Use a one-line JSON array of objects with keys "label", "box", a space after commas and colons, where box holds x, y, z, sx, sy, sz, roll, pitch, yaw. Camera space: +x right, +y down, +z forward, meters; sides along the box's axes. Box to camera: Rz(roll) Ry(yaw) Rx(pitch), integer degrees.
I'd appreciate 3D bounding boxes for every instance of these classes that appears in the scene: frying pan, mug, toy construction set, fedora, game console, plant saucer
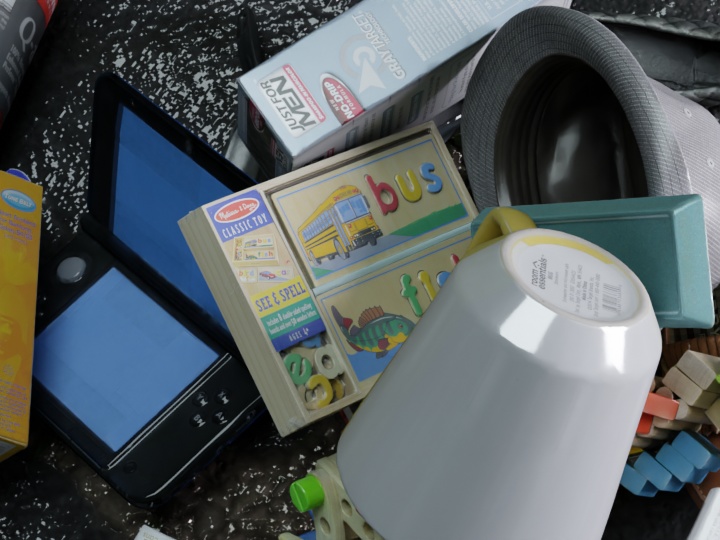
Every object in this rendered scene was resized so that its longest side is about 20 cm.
[{"label": "frying pan", "box": [-0.067, -0.087, 1.732, 0.115, 0.031, 0.190, -62, 22, 12]}, {"label": "mug", "box": [0.072, 0.052, 1.445, 0.149, 0.153, 0.187, -9, 44, -42]}, {"label": "toy construction set", "box": [0.034, 0.168, 1.522, 0.200, 0.131, 0.092, 33, 45, 24]}, {"label": "fedora", "box": [0.147, -0.052, 1.549, 0.090, 0.177, 0.200, -6, 51, -33]}, {"label": "game console", "box": [-0.139, 0.010, 1.633, 0.171, 0.118, 0.200, -43, 50, -12]}, {"label": "plant saucer", "box": [0.120, -0.002, 1.497, 0.019, 0.200, 0.070, -8, 93, -32]}]

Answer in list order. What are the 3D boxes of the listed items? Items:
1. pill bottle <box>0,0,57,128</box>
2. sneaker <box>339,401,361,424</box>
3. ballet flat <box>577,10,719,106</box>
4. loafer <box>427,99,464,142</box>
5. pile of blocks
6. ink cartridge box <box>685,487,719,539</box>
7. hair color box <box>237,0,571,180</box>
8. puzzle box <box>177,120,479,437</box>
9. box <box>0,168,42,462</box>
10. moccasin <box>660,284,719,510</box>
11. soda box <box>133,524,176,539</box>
[{"label": "pill bottle", "box": [-0.259, -0.169, 1.779, 0.115, 0.116, 0.200, 12, 65, 19]}, {"label": "sneaker", "box": [0.003, 0.039, 1.614, 0.071, 0.098, 0.201, -32, 61, -9]}, {"label": "ballet flat", "box": [0.155, -0.131, 1.676, 0.199, 0.057, 0.067, -2, 80, -2]}, {"label": "loafer", "box": [0.056, -0.132, 1.712, 0.073, 0.072, 0.200, 36, 73, 28]}, {"label": "pile of blocks", "box": [0.179, 0.083, 1.504, 0.200, 0.062, 0.082, -22, 73, 26]}, {"label": "ink cartridge box", "box": [0.244, 0.229, 1.473, 0.200, 0.050, 0.163, 26, 84, 5]}, {"label": "hair color box", "box": [0.026, -0.124, 1.606, 0.200, 0.099, 0.061, -33, 78, -11]}, {"label": "puzzle box", "box": [0.000, 0.000, 1.554, 0.200, 0.025, 0.133, -24, 85, -45]}, {"label": "box", "box": [-0.243, 0.032, 1.671, 0.119, 0.041, 0.201, -31, 50, 42]}, {"label": "moccasin", "box": [0.206, 0.052, 1.572, 0.073, 0.078, 0.202, -4, 60, 10]}, {"label": "soda box", "box": [-0.050, 0.219, 1.544, 0.200, 0.064, 0.068, 23, 68, 23]}]
